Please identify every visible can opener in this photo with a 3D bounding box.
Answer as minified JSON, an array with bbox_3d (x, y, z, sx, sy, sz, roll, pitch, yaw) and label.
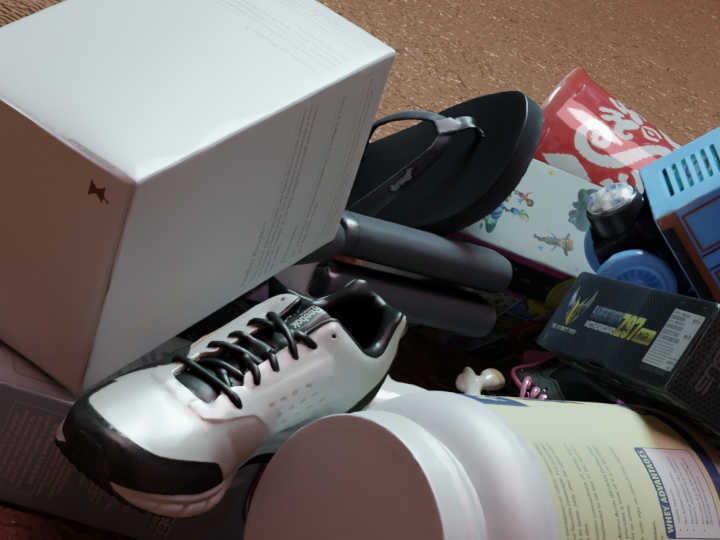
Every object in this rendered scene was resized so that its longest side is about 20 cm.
[{"bbox_3d":[0.000,0.000,1.233,0.199,0.054,0.067,14,12,-32],"label":"can opener"}]

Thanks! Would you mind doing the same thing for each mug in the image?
[{"bbox_3d":[0.203,-0.035,1.638,0.200,0.134,0.177,34,23,9],"label":"mug"}]

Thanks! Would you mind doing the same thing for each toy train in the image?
[{"bbox_3d":[0.200,0.024,1.282,0.200,0.114,0.087,57,14,-22],"label":"toy train"}]

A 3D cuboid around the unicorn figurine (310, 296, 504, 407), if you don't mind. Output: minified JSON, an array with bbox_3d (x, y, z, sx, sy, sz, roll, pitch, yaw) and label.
[{"bbox_3d":[0.039,0.079,1.251,0.199,0.074,0.137,12,19,8],"label":"unicorn figurine"}]

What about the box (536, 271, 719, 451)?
[{"bbox_3d":[0.186,0.068,1.146,0.157,0.051,0.200,35,-3,-12],"label":"box"}]

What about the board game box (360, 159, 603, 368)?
[{"bbox_3d":[0.117,0.008,1.393,0.199,0.148,0.064,20,65,-18],"label":"board game box"}]

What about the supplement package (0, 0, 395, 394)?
[{"bbox_3d":[-0.096,-0.053,1.077,0.117,0.117,0.200,34,36,19],"label":"supplement package"}]

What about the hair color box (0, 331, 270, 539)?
[{"bbox_3d":[-0.108,0.071,1.083,0.199,0.061,0.099,18,23,-21],"label":"hair color box"}]

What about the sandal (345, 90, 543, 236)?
[{"bbox_3d":[0.009,-0.050,1.307,0.043,0.200,0.076,43,38,-44],"label":"sandal"}]

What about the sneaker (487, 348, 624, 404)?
[{"bbox_3d":[0.112,0.087,1.316,0.095,0.079,0.200,21,12,4],"label":"sneaker"}]

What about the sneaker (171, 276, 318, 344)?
[{"bbox_3d":[-0.090,0.008,1.149,0.200,0.087,0.076,24,49,-35],"label":"sneaker"}]

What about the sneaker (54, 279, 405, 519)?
[{"bbox_3d":[-0.053,0.047,1.016,0.074,0.080,0.200,40,28,20],"label":"sneaker"}]

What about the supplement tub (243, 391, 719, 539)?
[{"bbox_3d":[0.062,0.127,1.032,0.200,0.145,0.145,7,28,-44],"label":"supplement tub"}]
